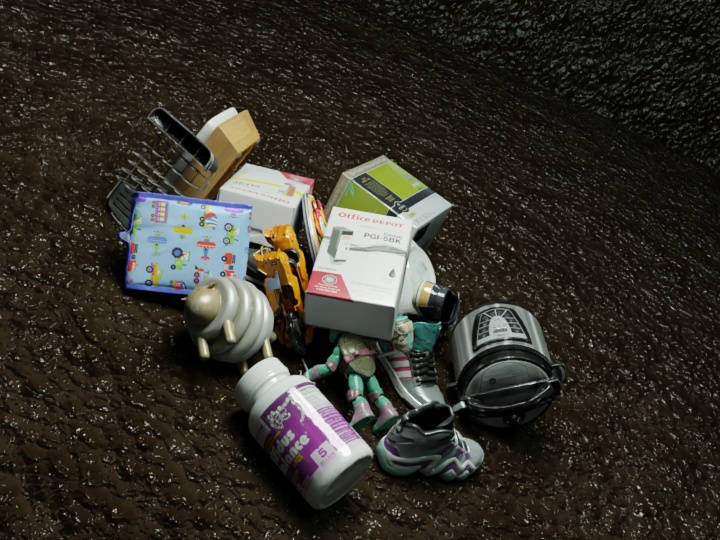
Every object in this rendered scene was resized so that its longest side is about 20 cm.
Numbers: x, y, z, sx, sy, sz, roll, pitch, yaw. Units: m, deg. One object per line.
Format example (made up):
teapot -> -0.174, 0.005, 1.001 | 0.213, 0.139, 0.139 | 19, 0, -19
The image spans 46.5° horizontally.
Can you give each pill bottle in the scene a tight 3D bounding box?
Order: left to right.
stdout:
pill bottle -> -0.084, 0.218, 1.156 | 0.200, 0.113, 0.112 | 44, 33, 24

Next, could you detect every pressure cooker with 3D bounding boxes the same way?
pressure cooker -> 0.249, 0.174, 1.453 | 0.177, 0.176, 0.201 | 28, 30, -18

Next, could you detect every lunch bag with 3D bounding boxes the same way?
lunch bag -> -0.282, -0.039, 1.326 | 0.197, 0.153, 0.094 | 7, -3, -24

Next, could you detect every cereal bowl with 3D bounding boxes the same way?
cereal bowl -> 0.080, 0.012, 1.547 | 0.200, 0.083, 0.202 | 37, 41, -40

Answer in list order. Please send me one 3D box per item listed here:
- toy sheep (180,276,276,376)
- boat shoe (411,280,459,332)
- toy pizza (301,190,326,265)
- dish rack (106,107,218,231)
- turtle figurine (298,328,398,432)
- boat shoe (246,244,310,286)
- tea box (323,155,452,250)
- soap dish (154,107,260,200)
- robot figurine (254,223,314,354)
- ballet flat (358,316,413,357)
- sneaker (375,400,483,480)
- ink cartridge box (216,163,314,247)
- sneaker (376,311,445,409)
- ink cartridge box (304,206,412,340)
toy sheep -> -0.192, 0.079, 1.262 | 0.138, 0.138, 0.200 | 54, 9, 36
boat shoe -> 0.148, 0.070, 1.507 | 0.061, 0.076, 0.200 | 12, -13, 23
toy pizza -> -0.067, -0.046, 1.507 | 0.031, 0.202, 0.201 | -13, 36, 3
dish rack -> -0.339, -0.150, 1.402 | 0.153, 0.201, 0.054 | 40, 3, 22
turtle figurine -> -0.019, 0.157, 1.327 | 0.148, 0.101, 0.201 | -4, 52, -35
boat shoe -> -0.161, -0.007, 1.475 | 0.200, 0.061, 0.072 | 33, 31, 5
tea box -> 0.053, -0.119, 1.757 | 0.196, 0.134, 0.200 | 38, 31, 12
soap dish -> -0.272, -0.189, 1.507 | 0.081, 0.200, 0.158 | 40, 22, -6
robot figurine -> -0.115, 0.035, 1.354 | 0.057, 0.202, 0.146 | -4, 34, 11
ballet flat -> 0.017, 0.109, 1.424 | 0.067, 0.077, 0.199 | -14, 12, -37
sneaker -> 0.133, 0.248, 1.272 | 0.198, 0.141, 0.078 | 6, 37, -35
ink cartridge box -> -0.175, -0.122, 1.551 | 0.143, 0.085, 0.200 | 14, 21, 2
sneaker -> 0.105, 0.144, 1.422 | 0.083, 0.122, 0.201 | 0, 42, -41
ink cartridge box -> 0.000, 0.000, 1.360 | 0.144, 0.084, 0.202 | 9, 47, 5
